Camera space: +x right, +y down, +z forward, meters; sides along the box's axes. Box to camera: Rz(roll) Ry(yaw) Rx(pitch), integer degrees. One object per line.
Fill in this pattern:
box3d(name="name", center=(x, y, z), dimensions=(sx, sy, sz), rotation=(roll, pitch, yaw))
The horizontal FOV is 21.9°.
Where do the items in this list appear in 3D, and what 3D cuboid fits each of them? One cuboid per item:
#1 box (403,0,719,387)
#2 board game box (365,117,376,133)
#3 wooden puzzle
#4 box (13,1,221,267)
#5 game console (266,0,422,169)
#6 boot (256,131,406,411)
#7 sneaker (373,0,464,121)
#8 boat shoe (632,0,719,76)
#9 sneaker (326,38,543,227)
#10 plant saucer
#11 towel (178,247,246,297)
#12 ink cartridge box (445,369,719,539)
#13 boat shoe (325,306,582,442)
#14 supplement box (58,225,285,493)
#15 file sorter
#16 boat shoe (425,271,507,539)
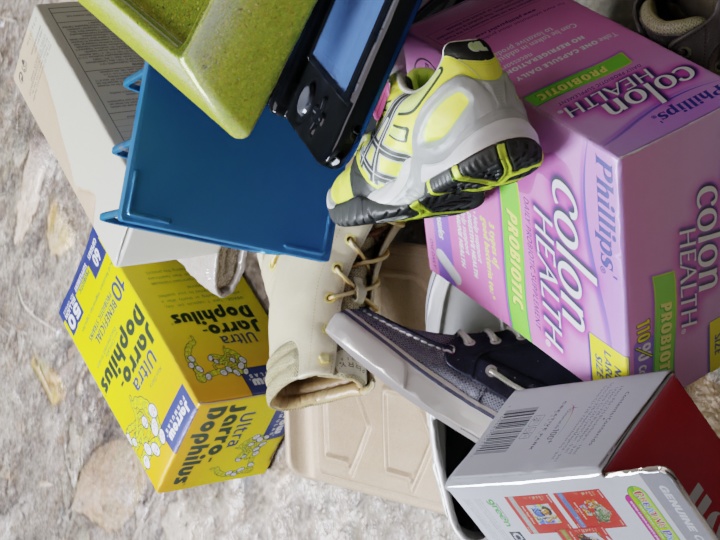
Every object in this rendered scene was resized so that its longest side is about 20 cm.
box3d(name="box", center=(0.125, -0.048, 1.083), dimensions=(0.200, 0.096, 0.177), rotation=(37, 145, 45))
box3d(name="board game box", center=(-0.059, -0.119, 1.394), dimensions=(0.200, 0.064, 0.148), rotation=(-19, 80, 54))
box3d(name="wooden puzzle", center=(0.024, 0.070, 1.332), dimensions=(0.199, 0.046, 0.186), rotation=(5, 99, 47))
box3d(name="box", center=(-0.171, -0.104, 1.362), dimensions=(0.200, 0.095, 0.078), rotation=(59, 140, 31))
box3d(name="game console", center=(-0.038, -0.185, 1.066), dimensions=(0.201, 0.118, 0.171), rotation=(-67, 21, 14))
box3d(name="boot", center=(0.000, 0.000, 1.250), dimensions=(0.200, 0.073, 0.156), rotation=(-28, 54, 40))
box3d(name="sneaker", center=(0.040, -0.170, 1.253), dimensions=(0.200, 0.087, 0.074), rotation=(-102, 17, -46))
box3d(name="boat shoe", center=(0.186, -0.143, 1.060), dimensions=(0.073, 0.065, 0.201), rotation=(25, 118, 45))
box3d(name="sneaker", center=(0.039, -0.072, 1.050), dimensions=(0.200, 0.075, 0.077), rotation=(-24, 76, 61))
box3d(name="plant saucer", center=(-0.096, -0.211, 1.075), dimensions=(0.200, 0.048, 0.200), rotation=(41, 111, 35))
box3d(name="towel", center=(-0.121, -0.096, 1.401), dimensions=(0.132, 0.034, 0.201), rotation=(37, 125, 46))
box3d(name="ink cartridge box", center=(0.176, 0.159, 1.030), dimensions=(0.175, 0.084, 0.200), rotation=(-12, 120, 53))
box3d(name="boat shoe", center=(0.082, 0.058, 1.157), dimensions=(0.200, 0.075, 0.093), rotation=(33, 84, 5))
box3d(name="supplement box", center=(-0.145, 0.063, 1.496), dimensions=(0.200, 0.109, 0.109), rotation=(55, 135, 31))
box3d(name="file sorter", center=(-0.085, -0.115, 1.223), dimensions=(0.123, 0.138, 0.201), rotation=(175, 106, -71))
box3d(name="boat shoe", center=(0.074, 0.082, 1.219), dimensions=(0.066, 0.072, 0.201), rotation=(-45, -42, -81))
